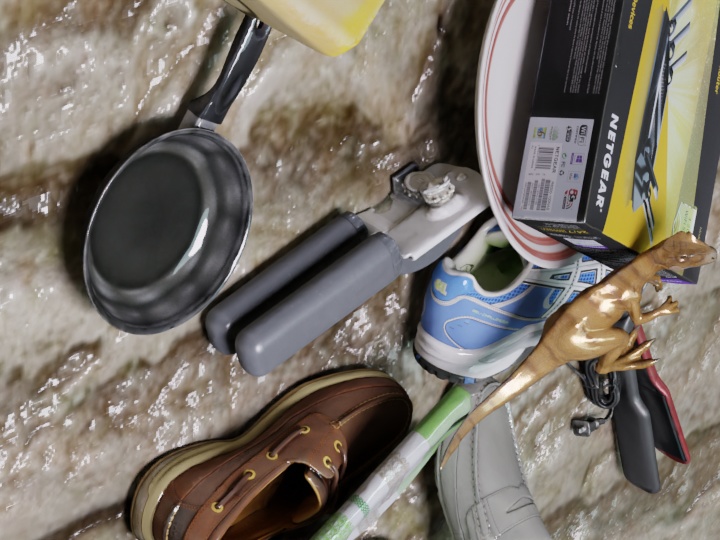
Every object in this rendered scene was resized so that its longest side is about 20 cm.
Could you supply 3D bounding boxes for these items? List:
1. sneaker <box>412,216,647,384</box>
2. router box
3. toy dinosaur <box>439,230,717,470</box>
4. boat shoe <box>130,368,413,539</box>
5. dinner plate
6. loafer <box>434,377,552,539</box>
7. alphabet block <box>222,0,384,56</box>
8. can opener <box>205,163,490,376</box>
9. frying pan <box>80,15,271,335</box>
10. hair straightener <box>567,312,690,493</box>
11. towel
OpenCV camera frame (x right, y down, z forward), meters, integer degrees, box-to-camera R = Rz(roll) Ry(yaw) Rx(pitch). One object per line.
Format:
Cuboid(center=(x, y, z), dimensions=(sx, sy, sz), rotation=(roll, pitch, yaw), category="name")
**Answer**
Cuboid(center=(0.118, -0.002, 1.403), dimensions=(0.200, 0.076, 0.077), rotation=(-31, 139, -34), category="sneaker")
Cuboid(center=(0.166, -0.106, 1.350), dimensions=(0.157, 0.052, 0.201), rotation=(22, 76, -54), category="router box")
Cuboid(center=(0.124, 0.040, 1.331), dimensions=(0.200, 0.060, 0.106), rotation=(-43, 154, 8), category="toy dinosaur")
Cuboid(center=(-0.039, 0.121, 1.314), dimensions=(0.200, 0.067, 0.072), rotation=(-25, 130, -37), category="boat shoe")
Cuboid(center=(0.114, -0.102, 1.341), dimensions=(0.200, 0.024, 0.201), rotation=(-12, 105, -54), category="dinner plate")
Cuboid(center=(0.093, 0.166, 1.449), dimensions=(0.070, 0.070, 0.201), rotation=(-13, 99, -50), category="loafer")
Cuboid(center=(-0.068, -0.240, 0.946), dimensions=(0.197, 0.195, 0.200), rotation=(-57, 143, -1), category="alphabet block")
Cuboid(center=(0.000, 0.000, 1.291), dimensions=(0.200, 0.053, 0.067), rotation=(-34, 136, -30), category="can opener")
Cuboid(center=(-0.099, -0.056, 1.160), dimensions=(0.115, 0.031, 0.191), rotation=(-16, 121, -42), category="frying pan")
Cuboid(center=(0.183, 0.089, 1.564), dimensions=(0.077, 0.041, 0.200), rotation=(-42, 139, -22), category="hair straightener")
Cuboid(center=(-0.010, 0.160, 1.341), dimensions=(0.200, 0.031, 0.149), rotation=(-46, 177, -17), category="towel")
